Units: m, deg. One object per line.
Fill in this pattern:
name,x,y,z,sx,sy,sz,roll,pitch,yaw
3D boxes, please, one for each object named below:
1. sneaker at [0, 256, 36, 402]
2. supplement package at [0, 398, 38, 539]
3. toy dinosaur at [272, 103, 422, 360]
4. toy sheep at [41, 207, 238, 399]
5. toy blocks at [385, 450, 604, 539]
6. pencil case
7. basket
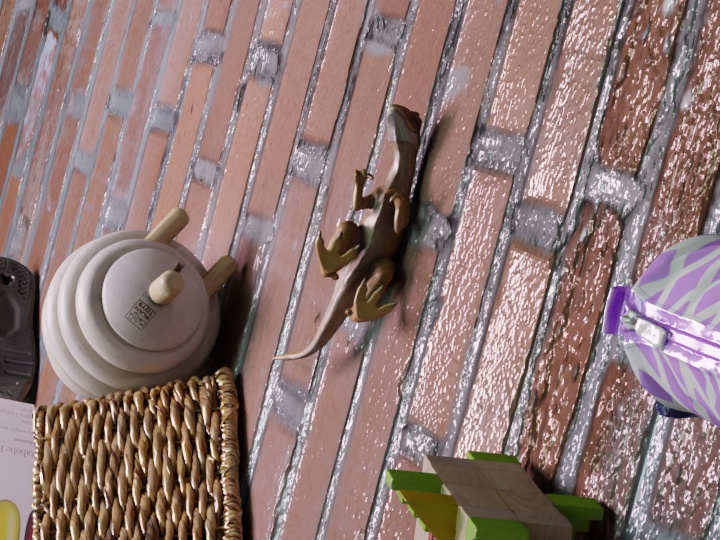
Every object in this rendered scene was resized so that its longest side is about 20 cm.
sneaker,-0.341,0.091,2.633,0.200,0.076,0.114,-94,23,-49
supplement package,-0.307,0.216,2.380,0.110,0.113,0.201,135,143,-59
toy dinosaur,0.000,0.000,1.754,0.201,0.060,0.106,-63,-2,20
toy sheep,-0.159,0.031,2.061,0.200,0.137,0.138,130,149,-64
toy blocks,0.056,0.172,1.404,0.200,0.099,0.137,-129,45,-80
pencil case,0.170,0.034,1.161,0.200,0.085,0.084,-158,84,-70
basket,-0.139,0.190,1.991,0.200,0.148,0.143,-97,-6,-46
